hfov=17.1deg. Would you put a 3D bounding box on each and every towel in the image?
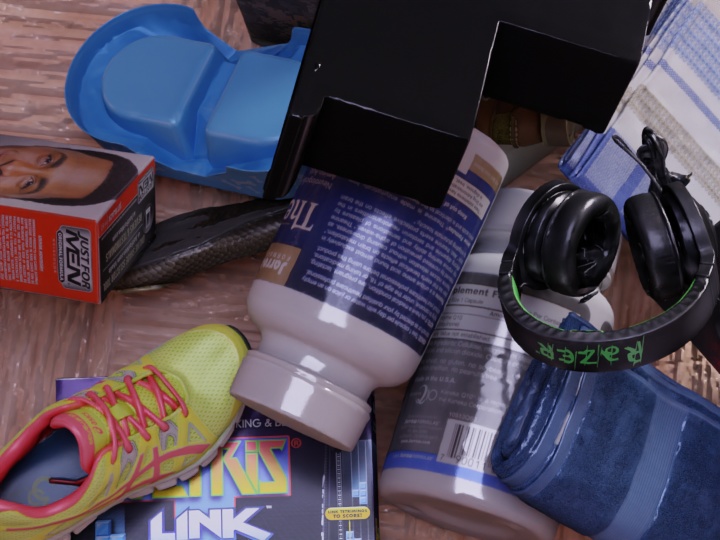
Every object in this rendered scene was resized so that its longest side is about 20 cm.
[{"bbox_3d":[0.171,0.118,1.424,0.200,0.048,0.112,32,71,-30],"label":"towel"},{"bbox_3d":[0.220,-0.100,1.517,0.147,0.024,0.200,41,77,-32],"label":"towel"}]

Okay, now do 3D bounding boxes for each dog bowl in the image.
[{"bbox_3d":[-0.090,-0.104,1.530,0.200,0.050,0.112,12,62,23],"label":"dog bowl"}]

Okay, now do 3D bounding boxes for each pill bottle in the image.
[{"bbox_3d":[0.090,0.058,1.470,0.114,0.114,0.200,16,75,7],"label":"pill bottle"},{"bbox_3d":[0.000,0.000,1.427,0.111,0.111,0.200,24,82,9],"label":"pill bottle"}]

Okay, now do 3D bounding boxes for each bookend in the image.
[{"bbox_3d":[0.068,-0.116,1.352,0.200,0.092,0.199,16,59,-4],"label":"bookend"}]

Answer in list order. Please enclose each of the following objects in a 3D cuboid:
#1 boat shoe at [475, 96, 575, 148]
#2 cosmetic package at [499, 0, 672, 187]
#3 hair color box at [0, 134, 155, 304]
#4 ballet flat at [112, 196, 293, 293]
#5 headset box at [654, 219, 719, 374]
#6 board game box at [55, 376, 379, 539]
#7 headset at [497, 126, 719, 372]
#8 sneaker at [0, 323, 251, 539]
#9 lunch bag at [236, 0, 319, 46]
[{"bbox_3d":[0.101,-0.173,1.482,0.068,0.072,0.200,1,67,12],"label":"boat shoe"},{"bbox_3d":[0.105,-0.132,1.545,0.200,0.073,0.104,-36,75,-8],"label":"cosmetic package"},{"bbox_3d":[-0.237,-0.040,1.488,0.200,0.102,0.061,9,118,13],"label":"hair color box"},{"bbox_3d":[-0.073,-0.021,1.533,0.200,0.067,0.046,-21,115,-5],"label":"ballet flat"},{"bbox_3d":[0.295,0.033,1.435,0.200,0.149,0.077,50,39,4],"label":"headset box"},{"bbox_3d":[-0.088,0.147,1.481,0.199,0.057,0.166,-3,75,1],"label":"board game box"},{"bbox_3d":[0.153,-0.008,1.391,0.123,0.094,0.200,1,43,20],"label":"headset"},{"bbox_3d":[-0.146,0.098,1.423,0.200,0.090,0.078,-39,74,-10],"label":"sneaker"},{"bbox_3d":[-0.013,-0.254,1.537,0.117,0.164,0.200,10,76,10],"label":"lunch bag"}]
